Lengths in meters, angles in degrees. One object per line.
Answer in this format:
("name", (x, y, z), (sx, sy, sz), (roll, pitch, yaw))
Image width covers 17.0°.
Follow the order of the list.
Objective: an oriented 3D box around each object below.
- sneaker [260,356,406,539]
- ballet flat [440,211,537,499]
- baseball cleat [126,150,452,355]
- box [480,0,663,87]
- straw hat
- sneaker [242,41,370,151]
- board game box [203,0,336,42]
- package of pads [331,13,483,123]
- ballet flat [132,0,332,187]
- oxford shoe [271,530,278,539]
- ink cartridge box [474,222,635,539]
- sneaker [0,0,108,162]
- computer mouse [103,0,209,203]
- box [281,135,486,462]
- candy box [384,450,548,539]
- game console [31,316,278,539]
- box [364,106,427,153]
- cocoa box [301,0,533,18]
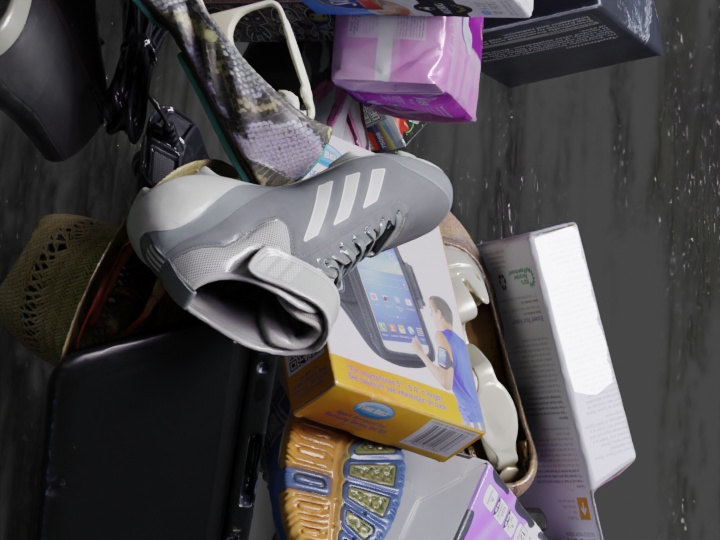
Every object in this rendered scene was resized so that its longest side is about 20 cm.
("sneaker", (-0.027, 0.098, 1.347), (0.075, 0.088, 0.201), (22, 44, -21))
("ballet flat", (0.062, 0.044, 1.433), (0.067, 0.068, 0.201), (162, -93, -80))
("baseball cleat", (-0.021, -0.005, 1.186), (0.199, 0.070, 0.107), (-8, 53, -37))
("box", (0.109, -0.237, 1.555), (0.200, 0.116, 0.199), (12, 69, -72))
("straw hat", (-0.141, 0.014, 1.248), (0.202, 0.085, 0.202), (-56, 159, -35))
("sneaker", (-0.027, -0.069, 1.473), (0.086, 0.080, 0.202), (28, 65, -62))
("board game box", (-0.060, -0.256, 1.395), (0.201, 0.096, 0.160), (66, 30, -51))
("package of pads", (0.034, -0.192, 1.403), (0.120, 0.075, 0.202), (27, 67, -74))
("ballet flat", (-0.079, -0.133, 1.238), (0.201, 0.072, 0.072), (56, 37, 0))
("oxford shoe", (0.018, 0.120, 1.442), (0.200, 0.072, 0.085), (-35, 140, -56))
("ink cartridge box", (0.103, 0.079, 1.500), (0.043, 0.196, 0.202), (-15, 91, -22))
("sneaker", (-0.171, -0.161, 1.298), (0.106, 0.074, 0.201), (56, 38, -47))
("computer mouse", (-0.107, -0.066, 1.352), (0.201, 0.046, 0.141), (67, 21, -44))
("box", (0.000, 0.000, 1.342), (0.119, 0.041, 0.201), (20, 48, -41))
("candy box", (0.049, 0.220, 1.405), (0.169, 0.071, 0.200), (-65, 146, -20))
("game console", (-0.108, 0.082, 1.254), (0.176, 0.115, 0.201), (-95, -167, -56))
("box", (0.029, -0.182, 1.601), (0.200, 0.040, 0.138), (-48, 118, -50))
("cocoa box", (0.023, -0.247, 1.281), (0.133, 0.130, 0.202), (28, 65, -73))
